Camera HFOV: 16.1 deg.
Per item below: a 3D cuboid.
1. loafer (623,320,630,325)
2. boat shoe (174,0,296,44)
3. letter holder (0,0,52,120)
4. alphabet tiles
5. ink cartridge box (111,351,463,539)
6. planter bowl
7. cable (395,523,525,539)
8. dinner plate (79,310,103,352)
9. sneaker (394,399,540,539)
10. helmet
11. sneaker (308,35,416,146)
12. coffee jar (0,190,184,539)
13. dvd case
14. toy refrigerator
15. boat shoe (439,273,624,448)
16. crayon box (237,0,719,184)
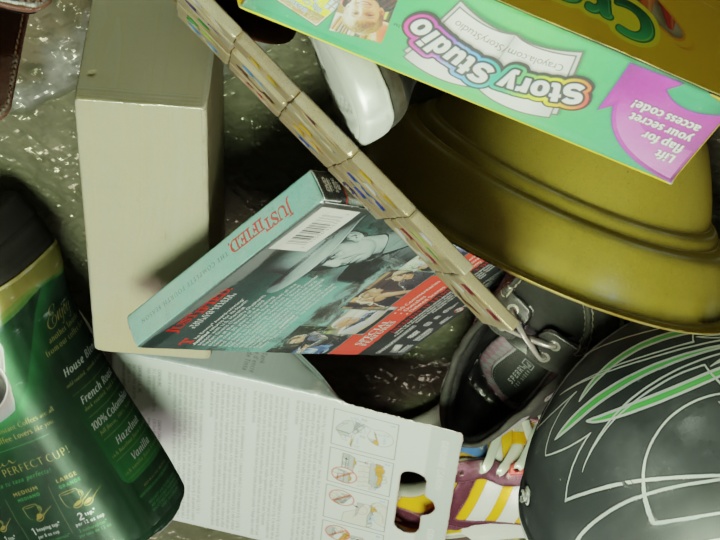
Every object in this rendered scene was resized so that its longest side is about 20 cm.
[{"bbox_3d":[0.167,0.049,1.384,0.063,0.072,0.200,-1,141,41],"label":"loafer"},{"bbox_3d":[-0.063,-0.163,1.114,0.070,0.071,0.200,12,165,15],"label":"boat shoe"},{"bbox_3d":[-0.220,-0.164,1.075,0.199,0.143,0.101,19,141,-17],"label":"letter holder"},{"bbox_3d":[-0.008,-0.048,1.098,0.200,0.008,0.167,46,177,-3],"label":"alphabet tiles"},{"bbox_3d":[-0.043,0.098,1.454,0.199,0.057,0.163,10,142,3],"label":"ink cartridge box"},{"bbox_3d":[0.101,-0.052,1.197,0.199,0.201,0.084,19,106,-17],"label":"planter bowl"},{"bbox_3d":[0.067,0.210,1.589,0.199,0.070,0.200,-3,145,10],"label":"cable"},{"bbox_3d":[-0.235,0.077,1.415,0.199,0.024,0.201,-1,104,-4],"label":"dinner plate"},{"bbox_3d":[0.091,0.108,1.450,0.199,0.075,0.090,-16,144,24],"label":"sneaker"},{"bbox_3d":[0.185,0.105,1.262,0.199,0.201,0.191,-17,131,26],"label":"helmet"},{"bbox_3d":[0.017,-0.121,1.083,0.081,0.200,0.077,-15,118,7],"label":"sneaker"},{"bbox_3d":[-0.181,0.061,1.353,0.104,0.085,0.201,-18,107,28],"label":"coffee jar"},{"bbox_3d":[0.000,0.000,1.285,0.199,0.022,0.146,2,149,-48],"label":"dvd case"},{"bbox_3d":[-0.106,-0.046,1.272,0.069,0.076,0.200,4,143,1],"label":"toy refrigerator"},{"bbox_3d":[0.087,0.044,1.339,0.067,0.057,0.200,41,156,8],"label":"boat shoe"},{"bbox_3d":[0.051,-0.143,1.042,0.199,0.173,0.058,20,131,-19],"label":"crayon box"}]
